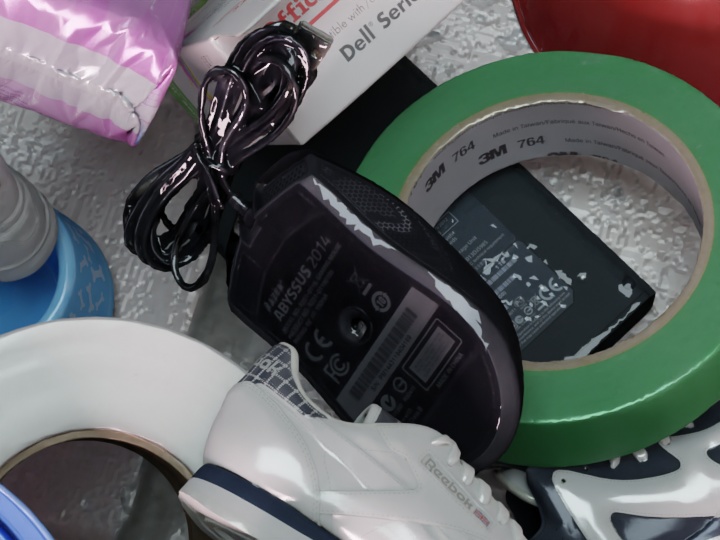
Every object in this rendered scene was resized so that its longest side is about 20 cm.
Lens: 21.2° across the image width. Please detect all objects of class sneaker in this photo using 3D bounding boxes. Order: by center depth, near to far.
[{"bbox_3d":[0.029,0.107,0.763,0.200,0.076,0.081,31,70,-8],"label":"sneaker"},{"bbox_3d":[-0.243,-0.065,0.889,0.199,0.116,0.074,19,74,11],"label":"sneaker"},{"bbox_3d":[0.126,0.088,0.896,0.129,0.079,0.200,23,83,2],"label":"sneaker"}]

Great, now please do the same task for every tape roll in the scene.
[{"bbox_3d":[-0.119,0.124,0.839,0.202,0.139,0.203,1,85,-10],"label":"tape roll"},{"bbox_3d":[0.090,-0.009,0.893,0.200,0.048,0.201,-6,59,10],"label":"tape roll"}]

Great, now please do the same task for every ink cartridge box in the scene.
[{"bbox_3d":[-0.024,-0.119,0.915,0.117,0.200,0.067,-43,105,-11],"label":"ink cartridge box"}]

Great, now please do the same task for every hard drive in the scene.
[{"bbox_3d":[0.028,-0.008,0.962,0.140,0.033,0.200,-42,73,-11],"label":"hard drive"}]

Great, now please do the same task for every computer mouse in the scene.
[{"bbox_3d":[0.000,0.000,0.820,0.200,0.053,0.139,46,122,12],"label":"computer mouse"}]

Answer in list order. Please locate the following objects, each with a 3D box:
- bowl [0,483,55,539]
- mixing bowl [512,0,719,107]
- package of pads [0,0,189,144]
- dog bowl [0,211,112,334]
[{"bbox_3d":[-0.200,0.160,0.721,0.200,0.039,0.201,2,82,-16],"label":"bowl"},{"bbox_3d":[0.174,-0.180,0.975,0.199,0.108,0.201,-2,70,4],"label":"mixing bowl"},{"bbox_3d":[-0.135,-0.159,0.887,0.120,0.076,0.200,22,45,-17],"label":"package of pads"},{"bbox_3d":[-0.216,-0.017,0.964,0.200,0.050,0.112,39,77,15],"label":"dog bowl"}]
